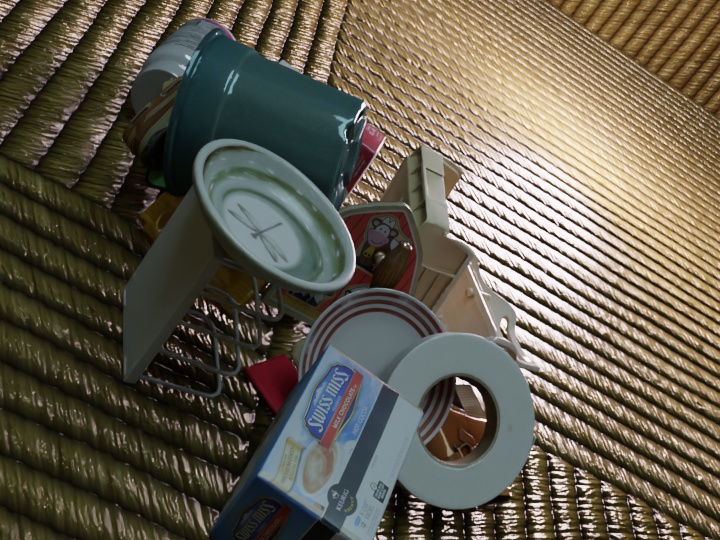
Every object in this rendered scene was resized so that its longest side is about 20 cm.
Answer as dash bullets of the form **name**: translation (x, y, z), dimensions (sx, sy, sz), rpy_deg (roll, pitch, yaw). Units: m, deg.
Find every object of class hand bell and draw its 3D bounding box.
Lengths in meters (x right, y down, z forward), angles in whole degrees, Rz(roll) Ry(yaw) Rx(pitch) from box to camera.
- **hand bell**: translation (0.007, 0.048, 1.222), dimensions (0.103, 0.202, 0.105), rpy_deg (27, 25, -14)

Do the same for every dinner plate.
- **dinner plate**: translation (0.019, 0.123, 1.179), dimensions (0.198, 0.203, 0.024), rpy_deg (30, -10, -13)

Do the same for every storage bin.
- **storage bin**: translation (0.074, -0.038, 1.410), dimensions (0.092, 0.200, 0.202), rpy_deg (22, 35, -15)

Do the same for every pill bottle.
- **pill bottle**: translation (-0.255, -0.284, 1.463), dimensions (0.112, 0.114, 0.201), rpy_deg (33, 33, -7)

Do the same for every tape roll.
- **tape roll**: translation (0.110, 0.175, 1.173), dimensions (0.200, 0.206, 0.037), rpy_deg (29, -11, -14)

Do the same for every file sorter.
- **file sorter**: translation (-0.163, 0.024, 1.098), dimensions (0.123, 0.201, 0.140), rpy_deg (22, 35, -30)

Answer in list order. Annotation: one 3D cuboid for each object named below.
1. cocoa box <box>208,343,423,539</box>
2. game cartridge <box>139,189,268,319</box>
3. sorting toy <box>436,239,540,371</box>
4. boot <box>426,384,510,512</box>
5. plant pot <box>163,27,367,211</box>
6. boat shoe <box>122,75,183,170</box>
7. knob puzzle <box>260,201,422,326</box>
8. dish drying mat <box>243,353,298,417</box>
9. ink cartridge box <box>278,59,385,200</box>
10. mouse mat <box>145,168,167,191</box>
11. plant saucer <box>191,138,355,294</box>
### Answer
- **cocoa box**: translation (-0.043, 0.207, 1.030), dimensions (0.130, 0.134, 0.201), rpy_deg (35, 40, -4)
- **game cartridge**: translation (-0.157, -0.066, 1.270), dimensions (0.176, 0.033, 0.200), rpy_deg (41, 66, 7)
- **sorting toy**: translation (0.190, 0.082, 1.481), dimensions (0.178, 0.107, 0.202), rpy_deg (23, 34, -36)
- **boot**: translation (0.091, 0.226, 1.233), dimensions (0.197, 0.077, 0.158), rpy_deg (4, 56, -39)
- **plant pot**: translation (-0.103, -0.154, 1.172), dimensions (0.192, 0.203, 0.201), rpy_deg (19, 32, 4)
- **boat shoe**: translation (-0.223, -0.217, 1.271), dimensions (0.073, 0.076, 0.200), rpy_deg (33, 66, 24)
- **knob puzzle**: translation (0.000, 0.000, 1.260), dimensions (0.216, 0.222, 0.031), rpy_deg (17, 24, -29)
- **dish drying mat**: translation (-0.058, 0.185, 1.170), dimensions (0.076, 0.018, 0.201), rpy_deg (-13, 58, -51)
- **ink cartridge box**: translation (-0.083, -0.190, 1.487), dimensions (0.199, 0.148, 0.086), rpy_deg (37, 29, -2)
- **mouse mat**: translation (-0.164, -0.158, 1.283), dimensions (0.195, 0.008, 0.164), rpy_deg (10, 61, 7)
- **plant saucer**: translation (-0.095, -0.045, 1.018), dimensions (0.198, 0.050, 0.202), rpy_deg (32, 31, -22)
